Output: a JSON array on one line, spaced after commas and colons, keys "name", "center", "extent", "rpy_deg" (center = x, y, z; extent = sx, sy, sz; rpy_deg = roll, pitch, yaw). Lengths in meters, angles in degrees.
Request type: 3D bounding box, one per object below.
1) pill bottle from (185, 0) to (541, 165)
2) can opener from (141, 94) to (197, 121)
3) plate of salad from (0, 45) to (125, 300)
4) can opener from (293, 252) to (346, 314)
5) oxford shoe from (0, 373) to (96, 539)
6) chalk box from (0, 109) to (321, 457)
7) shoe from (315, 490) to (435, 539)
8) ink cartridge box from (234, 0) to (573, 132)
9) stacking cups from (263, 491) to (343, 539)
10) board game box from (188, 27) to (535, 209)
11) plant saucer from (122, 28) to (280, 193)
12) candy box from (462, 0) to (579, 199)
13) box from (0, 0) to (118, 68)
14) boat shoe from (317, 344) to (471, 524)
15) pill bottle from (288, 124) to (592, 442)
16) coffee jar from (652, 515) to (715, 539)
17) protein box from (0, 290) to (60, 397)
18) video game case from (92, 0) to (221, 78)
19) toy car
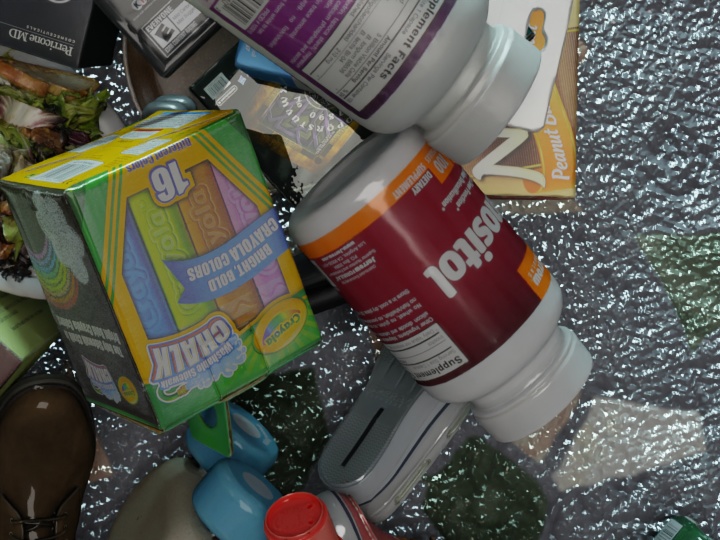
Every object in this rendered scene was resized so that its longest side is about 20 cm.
[{"name": "pill bottle", "center": [0.003, -0.150, 0.852], "extent": [0.199, 0.112, 0.113], "rpy_deg": [34, 89, -13]}, {"name": "can opener", "center": [-0.117, -0.019, 1.011], "extent": [0.066, 0.053, 0.202], "rpy_deg": [-2, 105, 5]}, {"name": "plate of salad", "center": [-0.218, -0.075, 0.963], "extent": [0.200, 0.200, 0.048], "rpy_deg": [50, 130, -6]}, {"name": "can opener", "center": [0.000, 0.000, 1.033], "extent": [0.198, 0.079, 0.064], "rpy_deg": [-11, 135, 2]}, {"name": "oxford shoe", "center": [-0.208, 0.157, 0.971], "extent": [0.072, 0.085, 0.201], "rpy_deg": [-1, 125, -18]}, {"name": "chalk box", "center": [-0.114, 0.016, 0.909], "extent": [0.123, 0.124, 0.201], "rpy_deg": [-29, 110, -26]}, {"name": "shoe", "center": [0.033, 0.205, 1.015], "extent": [0.091, 0.072, 0.201], "rpy_deg": [-28, 129, -8]}, {"name": "ink cartridge box", "center": [0.031, -0.161, 0.949], "extent": [0.198, 0.068, 0.117], "rpy_deg": [14, 92, 4]}, {"name": "stacking cups", "center": [-0.021, 0.223, 0.929], "extent": [0.060, 0.061, 0.201], "rpy_deg": [-23, 125, -4]}, {"name": "board game box", "center": [0.001, -0.140, 1.000], "extent": [0.200, 0.028, 0.135], "rpy_deg": [-42, 90, 3]}, {"name": "plant saucer", "center": [-0.066, -0.155, 1.037], "extent": [0.198, 0.034, 0.202], "rpy_deg": [0, 94, -4]}, {"name": "candy box", "center": [0.093, -0.151, 1.040], "extent": [0.114, 0.055, 0.202], "rpy_deg": [1, 93, -1]}, {"name": "box", "center": [-0.249, -0.229, 0.969], "extent": [0.199, 0.079, 0.142], "rpy_deg": [17, 104, 4]}, {"name": "boat shoe", "center": [0.044, 0.087, 1.047], "extent": [0.200, 0.073, 0.067], "rpy_deg": [-49, 137, -14]}, {"name": "pill bottle", "center": [0.056, 0.009, 0.949], "extent": [0.113, 0.113, 0.200], "rpy_deg": [-42, 103, -2]}, {"name": "coffee jar", "center": [0.203, 0.282, 1.057], "extent": [0.104, 0.085, 0.200], "rpy_deg": [42, 89, -6]}, {"name": "protein box", "center": [-0.316, 0.027, 0.939], "extent": [0.200, 0.199, 0.135], "rpy_deg": [42, 91, -6]}, {"name": "video game case", "center": [-0.108, -0.252, 0.903], "extent": [0.200, 0.026, 0.181], "rpy_deg": [-42, 94, 3]}, {"name": "toy car", "center": [-0.075, 0.229, 0.997], "extent": [0.200, 0.177, 0.185], "rpy_deg": [36, 100, -18]}]
